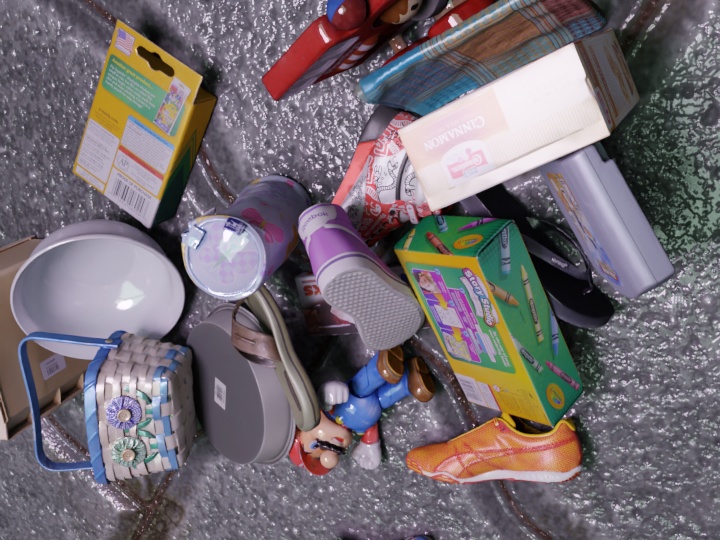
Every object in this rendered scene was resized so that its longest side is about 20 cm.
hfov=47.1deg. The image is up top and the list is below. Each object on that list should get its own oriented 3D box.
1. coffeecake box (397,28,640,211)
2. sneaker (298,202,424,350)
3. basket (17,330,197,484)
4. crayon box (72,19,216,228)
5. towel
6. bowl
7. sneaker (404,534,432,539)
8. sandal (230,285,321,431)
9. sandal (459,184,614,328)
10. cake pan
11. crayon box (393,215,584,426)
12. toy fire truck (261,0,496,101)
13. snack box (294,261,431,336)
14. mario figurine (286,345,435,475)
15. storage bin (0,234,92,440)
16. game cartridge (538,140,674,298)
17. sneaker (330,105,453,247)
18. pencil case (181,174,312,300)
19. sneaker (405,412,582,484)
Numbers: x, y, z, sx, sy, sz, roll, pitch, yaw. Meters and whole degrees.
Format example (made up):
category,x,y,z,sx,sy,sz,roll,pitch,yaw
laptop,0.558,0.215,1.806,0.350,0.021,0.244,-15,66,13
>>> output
category,x,y,z,sx,sy,sz,roll,pitch,yaw
coffeecake box,0.141,-0.132,0.697,0.152,0.200,0.074,-22,98,29
sneaker,0.001,0.000,0.831,0.072,0.201,0.115,-31,56,4
basket,-0.301,0.158,0.984,0.196,0.139,0.179,0,111,9
crayon box,-0.247,-0.169,0.956,0.125,0.052,0.202,34,119,11
towel,0.107,-0.190,0.727,0.198,0.146,0.022,-23,82,29
bowl,-0.317,0.008,1.006,0.198,0.091,0.203,-10,135,-10
sneaker,0.043,0.351,0.995,0.197,0.075,0.092,17,106,12
sandal,-0.104,0.081,0.879,0.203,0.057,0.080,64,164,12
sandal,0.170,-0.024,0.792,0.200,0.076,0.043,47,127,4
cake pan,-0.151,0.141,0.985,0.199,0.036,0.204,20,118,45
crayon box,0.124,0.047,0.796,0.118,0.058,0.202,8,132,53
toy fire truck,0.016,-0.223,0.728,0.199,0.167,0.113,-26,97,54
snack box,0.023,0.030,0.912,0.197,0.024,0.073,-6,105,27
mario figurine,-0.007,0.175,0.933,0.200,0.106,0.124,-41,90,29
storage bin,-0.430,0.079,1.045,0.092,0.200,0.202,-1,108,23
game cartridge,0.203,-0.045,0.702,0.041,0.200,0.135,-26,94,8
sneaker,0.029,-0.059,0.854,0.107,0.067,0.204,31,116,15
pencil case,-0.111,-0.040,0.852,0.089,0.200,0.084,21,111,5
sneaker,0.142,0.192,0.899,0.197,0.073,0.079,-10,82,24
